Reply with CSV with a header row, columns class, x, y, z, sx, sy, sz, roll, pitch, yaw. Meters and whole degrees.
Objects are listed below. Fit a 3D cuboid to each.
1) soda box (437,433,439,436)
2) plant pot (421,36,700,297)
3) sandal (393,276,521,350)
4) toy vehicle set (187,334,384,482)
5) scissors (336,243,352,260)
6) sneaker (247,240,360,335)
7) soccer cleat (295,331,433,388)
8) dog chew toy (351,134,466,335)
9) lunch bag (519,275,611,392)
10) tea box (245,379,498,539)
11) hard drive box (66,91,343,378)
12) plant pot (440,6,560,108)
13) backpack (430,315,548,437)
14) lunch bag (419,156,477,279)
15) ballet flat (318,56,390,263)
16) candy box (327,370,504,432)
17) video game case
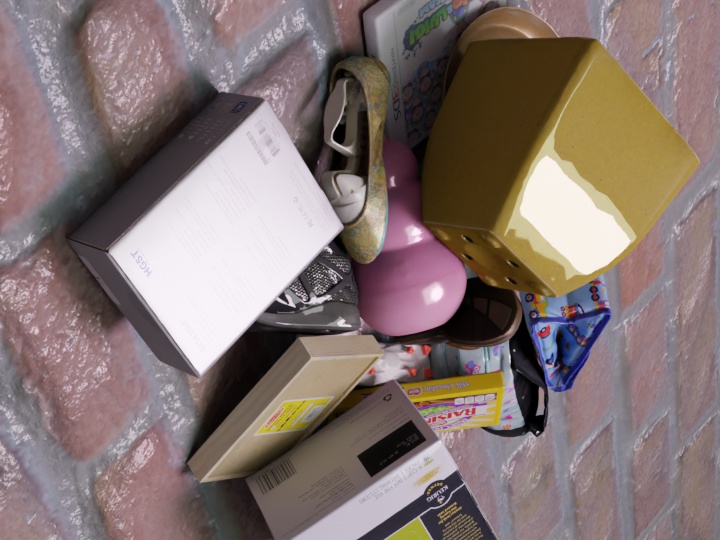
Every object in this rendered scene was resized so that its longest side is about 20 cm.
class,x,y,z,sx,sy,sz,roll,pitch,yaw
soda box,0.002,0.223,1.727,0.200,0.068,0.064,-41,140,-28
plant pot,0.173,-0.090,1.465,0.194,0.195,0.201,41,74,-31
sandal,0.108,0.057,1.568,0.054,0.199,0.082,36,64,-26
toy vehicle set,-0.076,0.142,1.532,0.200,0.027,0.124,-48,153,25
scissors,0.000,0.000,1.611,0.200,0.014,0.074,29,88,-55
sneaker,-0.091,0.002,1.448,0.198,0.076,0.116,3,78,-28
soccer cleat,-0.004,0.100,1.637,0.199,0.077,0.070,15,65,-42
dog chew toy,0.036,-0.039,1.518,0.124,0.124,0.202,-21,100,-44
lunch bag,0.219,0.036,1.692,0.093,0.152,0.201,-6,151,-1
tea box,0.018,0.266,1.587,0.199,0.134,0.198,-32,122,-5
hard drive box,-0.133,-0.034,1.316,0.200,0.076,0.156,-46,124,-22
plant pot,0.155,-0.176,1.575,0.199,0.027,0.202,-1,91,-38
backpack,0.152,0.106,1.760,0.200,0.125,0.169,56,24,-66
lunch bag,0.113,-0.064,1.659,0.160,0.077,0.201,26,92,-58
ballet flat,-0.010,-0.109,1.444,0.070,0.070,0.202,2,92,-53
candy box,0.061,0.156,1.666,0.198,0.027,0.102,-7,153,-2
video game case,0.084,-0.235,1.543,0.200,0.024,0.183,-40,141,-29
